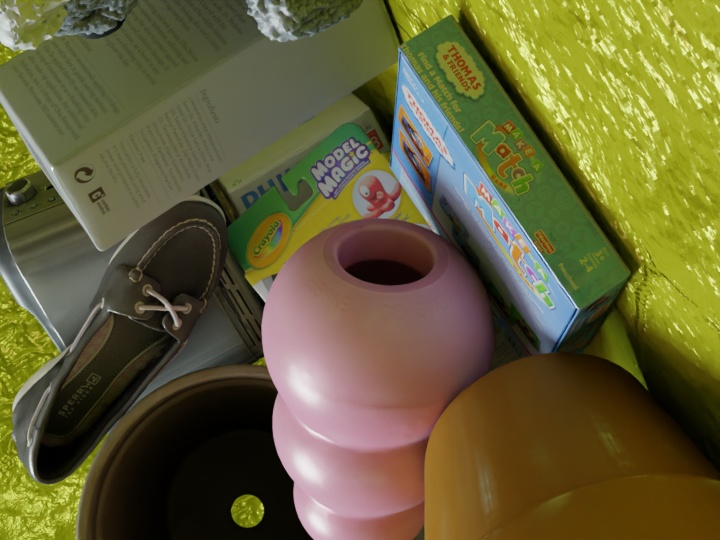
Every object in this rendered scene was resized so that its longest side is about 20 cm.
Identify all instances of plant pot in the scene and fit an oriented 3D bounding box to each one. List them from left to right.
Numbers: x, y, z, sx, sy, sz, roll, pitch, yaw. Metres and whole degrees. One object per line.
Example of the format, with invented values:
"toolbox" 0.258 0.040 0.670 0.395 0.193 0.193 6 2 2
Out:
"plant pot" -0.073 0.157 1.237 0.201 0.199 0.174 57 177 -1
"plant pot" 0.110 0.145 0.955 0.184 0.199 0.201 -108 -7 -52

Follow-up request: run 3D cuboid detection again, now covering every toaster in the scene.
"toaster" -0.136 0.010 1.237 0.114 0.128 0.201 -105 -12 -61

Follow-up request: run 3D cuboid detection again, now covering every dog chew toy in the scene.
"dog chew toy" 0.006 0.073 1.064 0.125 0.124 0.201 49 145 44

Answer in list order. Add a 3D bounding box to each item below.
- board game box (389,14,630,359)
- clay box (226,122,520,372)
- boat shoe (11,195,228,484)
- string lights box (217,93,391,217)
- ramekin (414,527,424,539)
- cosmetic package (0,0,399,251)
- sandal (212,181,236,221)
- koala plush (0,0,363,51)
"board game box" 0.070 -0.029 1.006 0.152 0.036 0.200 56 173 10
"clay box" 0.022 0.022 1.146 0.201 0.115 0.048 53 -163 7
"boat shoe" -0.137 0.046 1.155 0.067 0.200 0.057 26 -154 -30
"string lights box" 0.000 0.000 1.245 0.201 0.102 0.059 61 175 -23
"ramekin" 0.086 0.218 1.287 0.200 0.199 0.098 53 157 28
"cosmetic package" -0.089 -0.111 1.070 0.102 0.199 0.071 50 169 43
"sandal" -0.053 -0.037 1.303 0.212 0.078 0.070 52 152 -8
"koala plush" -0.126 -0.186 0.962 0.177 0.199 0.185 42 158 43
